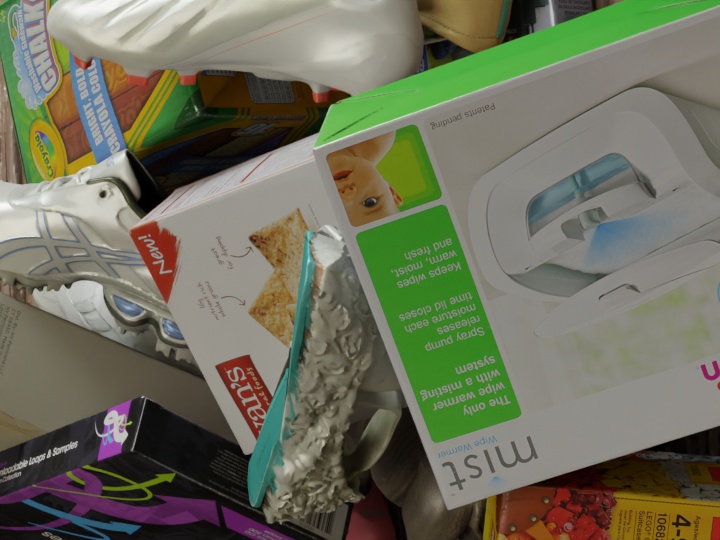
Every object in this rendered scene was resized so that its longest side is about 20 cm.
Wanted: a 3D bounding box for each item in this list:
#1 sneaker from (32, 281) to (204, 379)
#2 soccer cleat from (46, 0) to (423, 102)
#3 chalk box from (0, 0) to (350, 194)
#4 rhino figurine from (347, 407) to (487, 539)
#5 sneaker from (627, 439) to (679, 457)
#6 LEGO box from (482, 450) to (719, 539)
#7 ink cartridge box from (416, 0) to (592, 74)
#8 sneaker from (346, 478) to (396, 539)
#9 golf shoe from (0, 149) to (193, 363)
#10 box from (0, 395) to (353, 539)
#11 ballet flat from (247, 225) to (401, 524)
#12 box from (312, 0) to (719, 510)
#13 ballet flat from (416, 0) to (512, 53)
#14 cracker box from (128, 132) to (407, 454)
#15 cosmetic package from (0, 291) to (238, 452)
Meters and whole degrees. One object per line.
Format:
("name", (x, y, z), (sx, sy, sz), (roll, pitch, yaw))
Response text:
("sneaker", (-0.131, 0.027, 1.393), (0.200, 0.075, 0.100), (35, 134, 36))
("soccer cleat", (-0.063, -0.132, 1.168), (0.198, 0.069, 0.078), (8, 110, 14))
("chalk box", (-0.125, -0.111, 1.329), (0.199, 0.123, 0.126), (-25, 75, 41))
("rhino figurine", (0.021, 0.087, 1.241), (0.200, 0.059, 0.088), (58, 142, 44))
("sneaker", (0.121, 0.137, 1.152), (0.099, 0.070, 0.202), (11, 122, 7))
("LEGO box", (0.127, 0.188, 1.082), (0.147, 0.077, 0.202), (4, 104, 0))
("ink cartridge box", (0.071, -0.077, 1.207), (0.119, 0.042, 0.202), (-9, 88, 43))
("sneaker", (-0.049, 0.173, 1.325), (0.199, 0.073, 0.087), (-29, 60, 36))
("golf shoe", (-0.151, -0.032, 1.260), (0.198, 0.078, 0.098), (19, 118, 4))
("box", (-0.120, 0.131, 1.257), (0.199, 0.142, 0.036), (-21, 49, 48))
("ballet flat", (-0.009, 0.050, 1.082), (0.072, 0.071, 0.201), (54, 151, 26))
("box", (0.103, -0.016, 1.013), (0.198, 0.097, 0.178), (-18, 103, 11))
("ballet flat", (-0.002, -0.150, 1.206), (0.199, 0.068, 0.064), (17, 117, 44))
("cracker box", (0.000, 0.000, 1.137), (0.199, 0.058, 0.135), (-19, 105, 32))
("cosmetic package", (-0.164, 0.081, 1.307), (0.103, 0.199, 0.074), (-23, 47, 58))
